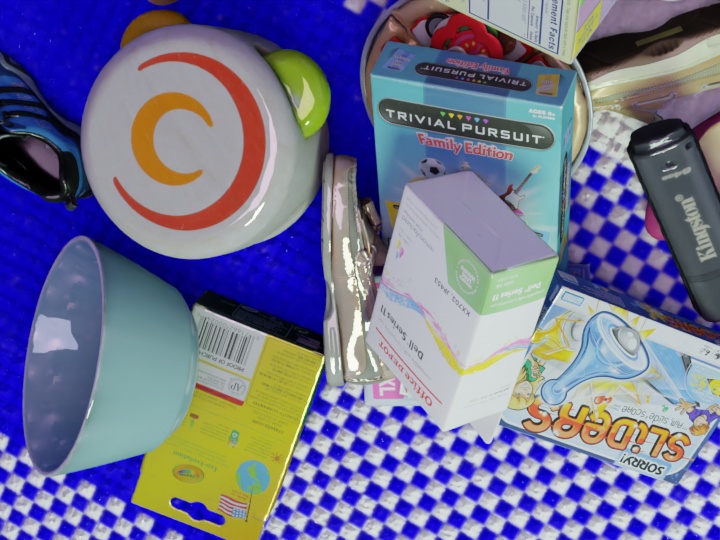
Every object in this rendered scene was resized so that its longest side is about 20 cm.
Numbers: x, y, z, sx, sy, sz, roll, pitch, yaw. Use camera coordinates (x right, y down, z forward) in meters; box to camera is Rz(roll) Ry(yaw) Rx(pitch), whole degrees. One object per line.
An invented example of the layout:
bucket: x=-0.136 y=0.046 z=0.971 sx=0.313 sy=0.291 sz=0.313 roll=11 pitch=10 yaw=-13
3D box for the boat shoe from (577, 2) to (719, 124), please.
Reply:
boat shoe: x=0.223 y=-0.148 z=1.178 sx=0.199 sy=0.072 sz=0.077 roll=-14 pitch=119 yaw=15

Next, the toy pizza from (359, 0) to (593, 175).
toy pizza: x=0.087 y=-0.132 z=1.174 sx=0.199 sy=0.032 sz=0.201 roll=15 pitch=131 yaw=18

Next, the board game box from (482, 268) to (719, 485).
board game box: x=0.211 y=0.090 z=1.213 sx=0.199 sy=0.035 sz=0.136 roll=19 pitch=114 yaw=-21

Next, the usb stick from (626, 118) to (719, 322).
usb stick: x=0.268 y=-0.036 z=1.176 sx=0.055 sy=0.033 sz=0.201 roll=-15 pitch=127 yaw=22

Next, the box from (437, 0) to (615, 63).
box: x=0.113 y=-0.277 z=1.061 sx=0.199 sy=0.097 sz=0.176 roll=30 pitch=66 yaw=18

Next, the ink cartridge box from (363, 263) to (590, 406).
ink cartridge box: x=0.099 y=0.055 z=1.262 sx=0.198 sy=0.042 sz=0.120 roll=-2 pitch=105 yaw=7

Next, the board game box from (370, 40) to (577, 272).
board game box: x=0.089 y=-0.076 z=1.162 sx=0.150 sy=0.047 sz=0.201 roll=11 pitch=137 yaw=17

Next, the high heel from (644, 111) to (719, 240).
high heel: x=0.297 y=-0.096 z=1.162 sx=0.067 sy=0.096 sz=0.200 roll=36 pitch=107 yaw=-3

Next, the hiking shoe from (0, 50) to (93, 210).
hiking shoe: x=-0.304 y=-0.131 z=1.246 sx=0.199 sy=0.087 sz=0.075 roll=35 pitch=107 yaw=-1

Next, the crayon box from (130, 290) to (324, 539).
crayon box: x=-0.116 y=0.134 z=1.307 sx=0.126 sy=0.051 sz=0.201 roll=22 pitch=106 yaw=2

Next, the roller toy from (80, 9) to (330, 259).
roller toy: x=-0.124 y=-0.106 z=1.200 sx=0.199 sy=0.140 sz=0.184 roll=18 pitch=101 yaw=12

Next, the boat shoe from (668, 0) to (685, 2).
boat shoe: x=0.171 y=-0.227 z=1.144 sx=0.198 sy=0.071 sz=0.070 roll=-4 pitch=118 yaw=-9

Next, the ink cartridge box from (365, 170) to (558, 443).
ink cartridge box: x=0.070 y=0.039 z=1.139 sx=0.117 sy=0.067 sz=0.201 roll=48 pitch=139 yaw=36

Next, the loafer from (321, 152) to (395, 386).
loafer: x=0.000 y=0.000 z=1.216 sx=0.062 sy=0.072 sz=0.201 roll=0 pitch=110 yaw=3

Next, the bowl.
bowl: x=-0.207 y=0.079 z=1.249 sx=0.104 sy=0.201 sz=0.202 roll=12 pitch=109 yaw=-29

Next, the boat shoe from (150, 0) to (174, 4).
boat shoe: x=-0.122 y=-0.310 z=1.175 sx=0.200 sy=0.071 sz=0.069 roll=-48 pitch=67 yaw=3
